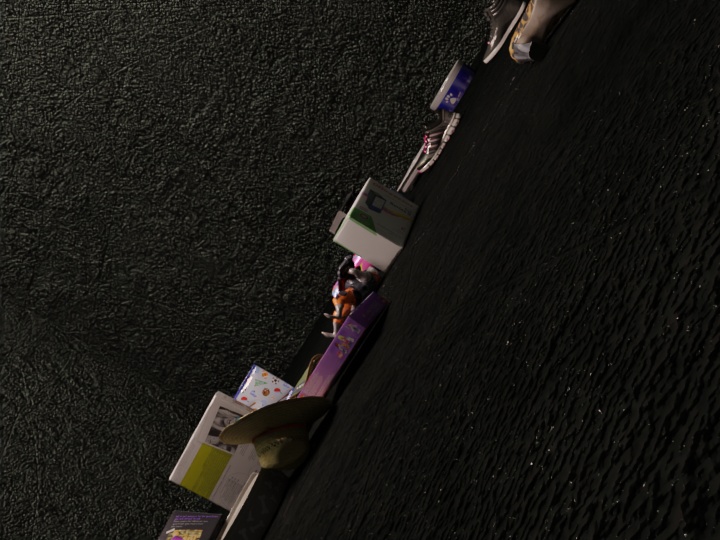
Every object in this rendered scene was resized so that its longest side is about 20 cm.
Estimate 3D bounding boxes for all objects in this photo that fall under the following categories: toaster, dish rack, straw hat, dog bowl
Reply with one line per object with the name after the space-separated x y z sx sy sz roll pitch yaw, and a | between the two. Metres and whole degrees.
0.004 -0.172 2.566 0.119 0.180 0.200 -59 4 35 | toaster
0.195 -0.353 2.450 0.172 0.043 0.200 -58 4 44 | dish rack
-0.133 0.294 1.253 0.201 0.200 0.085 -56 46 49 | straw hat
-0.194 0.430 1.299 0.201 0.059 0.200 -59 3 4 | dog bowl
0.338 -0.663 2.704 0.201 0.079 0.200 -59 3 6 | dog bowl

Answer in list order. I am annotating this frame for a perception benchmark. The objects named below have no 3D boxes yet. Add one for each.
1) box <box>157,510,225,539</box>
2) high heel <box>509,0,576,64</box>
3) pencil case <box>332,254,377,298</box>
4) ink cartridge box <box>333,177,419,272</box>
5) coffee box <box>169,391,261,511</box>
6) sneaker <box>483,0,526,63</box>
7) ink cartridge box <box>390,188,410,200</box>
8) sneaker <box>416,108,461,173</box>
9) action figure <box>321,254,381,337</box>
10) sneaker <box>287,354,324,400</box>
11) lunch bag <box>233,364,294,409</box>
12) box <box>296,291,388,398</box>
-0.320 0.552 1.335 0.200 0.106 0.123 -64 -30 -59 | box
0.304 -0.443 1.224 0.143 0.071 0.201 -97 28 -74 | high heel
0.000 0.000 1.956 0.201 0.088 0.088 -60 3 12 | pencil case
0.041 -0.111 1.733 0.088 0.145 0.200 -57 4 35 | ink cartridge box
-0.282 0.406 1.648 0.201 0.197 0.200 -62 5 -9 | coffee box
0.389 -0.711 2.153 0.200 0.099 0.071 -59 5 32 | sneaker
0.081 -0.157 2.153 0.137 0.076 0.200 -58 5 17 | ink cartridge box
0.205 -0.379 2.124 0.200 0.087 0.074 -59 3 16 | sneaker
-0.013 0.074 1.694 0.194 0.104 0.200 -54 -25 -26 | action figure
-0.114 0.272 1.506 0.201 0.067 0.090 -62 -4 -38 | sneaker
-0.339 0.442 2.481 0.201 0.170 0.124 -61 0 -12 | lunch bag
-0.031 0.143 1.319 0.200 0.039 0.137 -58 -8 24 | box
